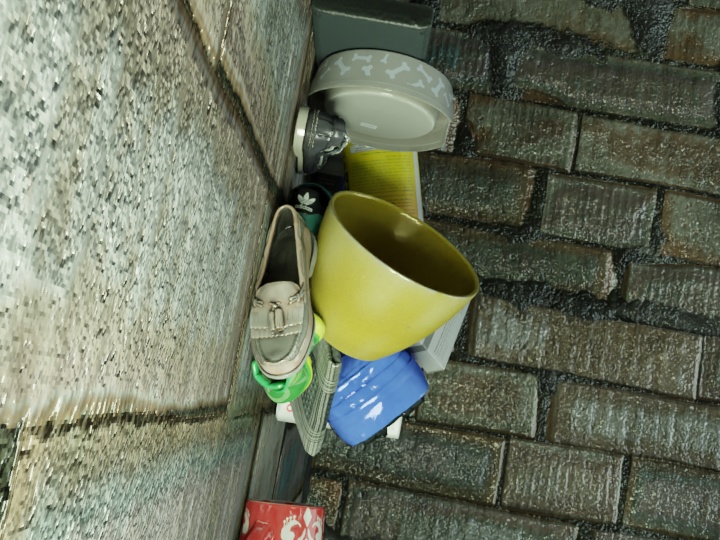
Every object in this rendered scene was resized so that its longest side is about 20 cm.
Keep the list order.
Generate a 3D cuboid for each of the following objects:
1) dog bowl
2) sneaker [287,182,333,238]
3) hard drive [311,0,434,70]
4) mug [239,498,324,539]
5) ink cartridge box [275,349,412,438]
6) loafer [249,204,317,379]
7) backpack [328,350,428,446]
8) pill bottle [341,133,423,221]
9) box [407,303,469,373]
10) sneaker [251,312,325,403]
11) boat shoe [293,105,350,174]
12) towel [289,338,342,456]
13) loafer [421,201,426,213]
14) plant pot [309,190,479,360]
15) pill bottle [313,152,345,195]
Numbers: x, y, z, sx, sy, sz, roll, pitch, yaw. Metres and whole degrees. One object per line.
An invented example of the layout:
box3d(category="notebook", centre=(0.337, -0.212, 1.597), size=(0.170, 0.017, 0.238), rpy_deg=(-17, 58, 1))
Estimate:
box3d(category="dog bowl", centre=(0.028, -0.216, 1.130), size=(0.200, 0.200, 0.059), rpy_deg=(93, 8, -77))
box3d(category="sneaker", centre=(-0.056, -0.071, 1.136), size=(0.200, 0.071, 0.080), rpy_deg=(-55, 159, -83))
box3d(category="hard drive", centre=(0.013, -0.275, 1.092), size=(0.200, 0.139, 0.033), rpy_deg=(93, 8, -79))
box3d(category="mug", centre=(-0.109, 0.407, 1.155), size=(0.178, 0.133, 0.200), rpy_deg=(101, -4, -77))
box3d(category="ink cartridge box", centre=(-0.026, 0.177, 1.423), size=(0.084, 0.200, 0.146), rpy_deg=(-91, -170, -85))
box3d(category="loafer", centre=(-0.085, 0.017, 0.929), size=(0.063, 0.072, 0.200), rpy_deg=(73, 15, -47))
box3d(category="backpack", centre=(-0.004, 0.157, 1.272), size=(0.162, 0.168, 0.200), rpy_deg=(-41, -171, -1))
box3d(category="pill bottle", centre=(0.033, -0.116, 1.278), size=(0.109, 0.109, 0.200), rpy_deg=(-17, 102, -88))
box3d(category="box", centre=(0.085, 0.037, 1.387), size=(0.041, 0.200, 0.156), rpy_deg=(-19, -148, 41))
box3d(category="sneaker", centre=(-0.099, 0.107, 1.049), size=(0.084, 0.074, 0.200), rpy_deg=(-43, 164, -30))
box3d(category="boat shoe", centre=(-0.045, -0.158, 1.114), size=(0.200, 0.063, 0.073), rpy_deg=(76, 23, -86))
box3d(category="towel", centre=(-0.074, 0.109, 1.163), size=(0.193, 0.034, 0.200), rpy_deg=(104, -24, -43))
box3d(category="loafer", centre=(0.063, -0.104, 1.477), size=(0.200, 0.072, 0.063), rpy_deg=(50, 62, -75))
box3d(category="plant pot", centre=(0.018, 0.022, 1.041), size=(0.142, 0.200, 0.200), rpy_deg=(-58, -173, 22))
box3d(category="pill bottle", centre=(-0.021, -0.108, 1.385), size=(0.114, 0.114, 0.200), rpy_deg=(-68, 167, -83))
